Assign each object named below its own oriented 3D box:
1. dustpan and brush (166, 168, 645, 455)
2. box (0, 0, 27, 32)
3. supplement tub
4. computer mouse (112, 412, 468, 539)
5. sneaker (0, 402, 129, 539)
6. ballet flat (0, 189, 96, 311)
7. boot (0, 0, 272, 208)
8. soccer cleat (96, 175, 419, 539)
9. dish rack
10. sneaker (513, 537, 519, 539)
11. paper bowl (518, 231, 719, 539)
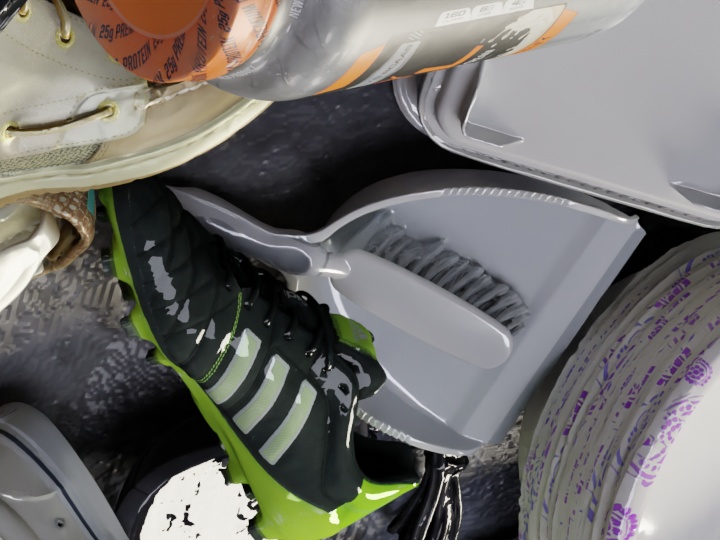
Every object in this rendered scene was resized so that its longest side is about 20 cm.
[{"bbox_3d":[0.000,0.000,1.111,0.200,0.057,0.140,26,120,-10],"label":"dustpan and brush"},{"bbox_3d":[-0.229,-0.075,0.781,0.198,0.050,0.200,40,107,-6],"label":"box"},{"bbox_3d":[0.004,-0.125,0.918,0.200,0.123,0.123,-14,138,-40],"label":"supplement tub"},{"bbox_3d":[-0.034,0.104,1.209,0.200,0.046,0.141,-18,134,-30],"label":"computer mouse"},{"bbox_3d":[-0.114,0.152,1.111,0.071,0.200,0.073,-39,-178,-38],"label":"sneaker"},{"bbox_3d":[-0.185,0.011,1.014,0.200,0.065,0.071,-34,139,3],"label":"ballet flat"},{"bbox_3d":[-0.119,-0.102,0.942,0.200,0.072,0.155,-19,135,-9],"label":"boot"},{"bbox_3d":[-0.040,0.027,1.075,0.081,0.068,0.200,-23,127,7],"label":"soccer cleat"},{"bbox_3d":[0.115,-0.105,1.044,0.171,0.044,0.200,16,123,-8],"label":"dish rack"},{"bbox_3d":[0.070,0.177,1.303,0.200,0.071,0.073,-29,138,-3],"label":"sneaker"},{"bbox_3d":[0.151,0.078,1.217,0.200,0.104,0.201,-23,128,-33],"label":"paper bowl"}]
